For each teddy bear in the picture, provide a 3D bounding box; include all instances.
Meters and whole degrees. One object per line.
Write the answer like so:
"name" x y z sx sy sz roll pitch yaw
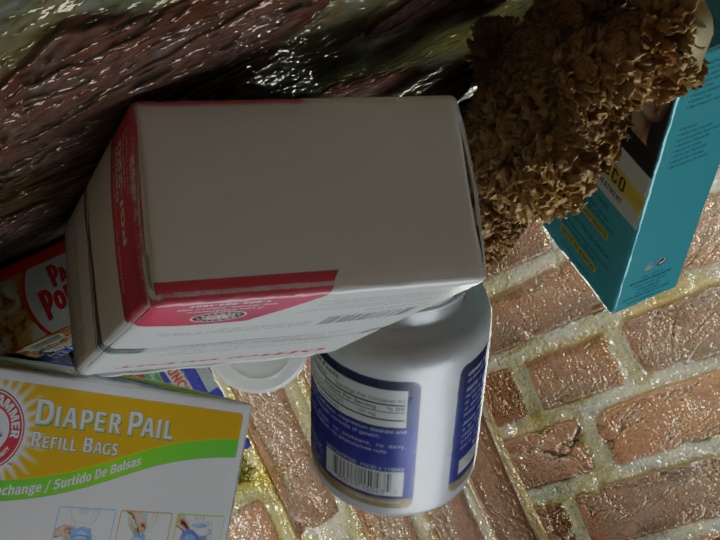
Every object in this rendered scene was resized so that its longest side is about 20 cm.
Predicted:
"teddy bear" 0.078 -0.077 0.578 0.066 0.147 0.199 19 147 -31

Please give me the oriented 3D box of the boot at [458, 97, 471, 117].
"boot" 0.051 -0.083 0.812 0.172 0.070 0.199 -7 -175 -34

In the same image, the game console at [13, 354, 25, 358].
"game console" -0.349 0.155 1.171 0.198 0.172 0.119 -25 151 -6

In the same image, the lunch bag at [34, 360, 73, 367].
"lunch bag" -0.279 0.103 0.777 0.198 0.077 0.159 -8 179 -34

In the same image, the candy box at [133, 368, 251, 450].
"candy box" -0.194 0.116 1.202 0.076 0.171 0.200 -28 178 -24

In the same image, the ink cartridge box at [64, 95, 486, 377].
"ink cartridge box" -0.050 -0.009 0.583 0.144 0.086 0.200 -4 168 -21

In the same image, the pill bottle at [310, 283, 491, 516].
"pill bottle" 0.026 0.053 0.841 0.119 0.120 0.202 -24 136 -29

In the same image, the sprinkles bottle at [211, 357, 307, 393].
"sprinkles bottle" -0.073 0.019 0.894 0.068 0.069 0.200 -25 -163 2

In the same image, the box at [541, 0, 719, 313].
"box" 0.152 -0.072 0.697 0.049 0.083 0.201 -21 144 -18

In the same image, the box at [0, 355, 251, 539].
"box" -0.172 0.102 0.678 0.112 0.103 0.199 6 174 45

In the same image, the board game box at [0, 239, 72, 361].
"board game box" -0.116 -0.009 0.764 0.198 0.047 0.151 -26 178 -9

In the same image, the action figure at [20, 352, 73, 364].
"action figure" -0.267 0.084 1.002 0.198 0.070 0.130 -23 -176 27
